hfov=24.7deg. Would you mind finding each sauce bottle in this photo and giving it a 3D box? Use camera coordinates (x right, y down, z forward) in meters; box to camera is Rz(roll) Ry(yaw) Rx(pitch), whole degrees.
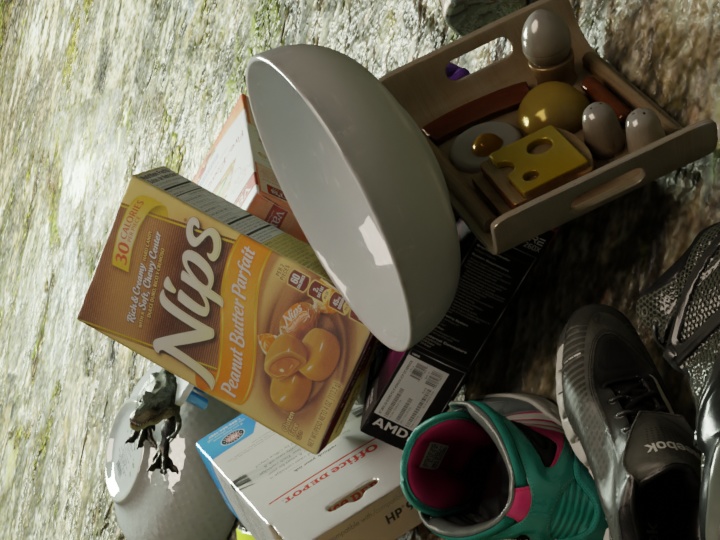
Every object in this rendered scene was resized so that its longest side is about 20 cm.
[{"bbox_3d":[0.078,-0.262,1.208,0.065,0.064,0.201,-47,39,44],"label":"sauce bottle"}]

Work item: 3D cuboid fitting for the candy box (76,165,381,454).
[{"bbox_3d":[-0.085,0.025,1.135,0.116,0.199,0.055,-66,-11,17],"label":"candy box"}]

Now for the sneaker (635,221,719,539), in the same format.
[{"bbox_3d":[0.194,0.061,0.850,0.114,0.076,0.201,-16,63,62],"label":"sneaker"}]

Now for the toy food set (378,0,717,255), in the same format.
[{"bbox_3d":[0.106,-0.097,0.999,0.200,0.143,0.061,56,170,55],"label":"toy food set"}]

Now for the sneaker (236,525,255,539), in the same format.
[{"bbox_3d":[-0.037,0.241,1.235,0.200,0.073,0.082,179,92,-68],"label":"sneaker"}]

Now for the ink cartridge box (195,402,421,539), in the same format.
[{"bbox_3d":[-0.026,0.154,1.171,0.200,0.116,0.068,33,151,62],"label":"ink cartridge box"}]

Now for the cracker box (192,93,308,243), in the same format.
[{"bbox_3d":[-0.094,-0.035,1.261,0.134,0.057,0.200,-58,20,19],"label":"cracker box"}]

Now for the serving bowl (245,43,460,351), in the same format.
[{"bbox_3d":[0.006,-0.053,1.001,0.201,0.066,0.200,56,166,23],"label":"serving bowl"}]

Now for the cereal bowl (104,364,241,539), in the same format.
[{"bbox_3d":[-0.178,0.169,1.501,0.200,0.083,0.202,-31,53,54],"label":"cereal bowl"}]

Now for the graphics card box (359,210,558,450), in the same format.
[{"bbox_3d":[0.066,0.010,1.095,0.126,0.051,0.201,-80,15,-59],"label":"graphics card box"}]

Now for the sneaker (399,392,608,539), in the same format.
[{"bbox_3d":[0.072,0.116,1.005,0.200,0.120,0.084,21,98,63],"label":"sneaker"}]

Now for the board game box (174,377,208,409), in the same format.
[{"bbox_3d":[-0.093,-0.005,1.382,0.201,0.026,0.200,-59,13,20],"label":"board game box"}]

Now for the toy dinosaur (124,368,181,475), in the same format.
[{"bbox_3d":[-0.173,0.118,1.399,0.200,0.047,0.089,-113,31,-75],"label":"toy dinosaur"}]

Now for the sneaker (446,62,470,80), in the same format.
[{"bbox_3d":[0.047,-0.101,1.141,0.083,0.081,0.200,-45,16,20],"label":"sneaker"}]

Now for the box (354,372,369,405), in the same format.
[{"bbox_3d":[0.000,0.000,1.210,0.039,0.041,0.201,64,-146,-60],"label":"box"}]

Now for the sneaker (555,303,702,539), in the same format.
[{"bbox_3d":[0.156,0.100,0.893,0.091,0.066,0.201,112,153,-60],"label":"sneaker"}]
